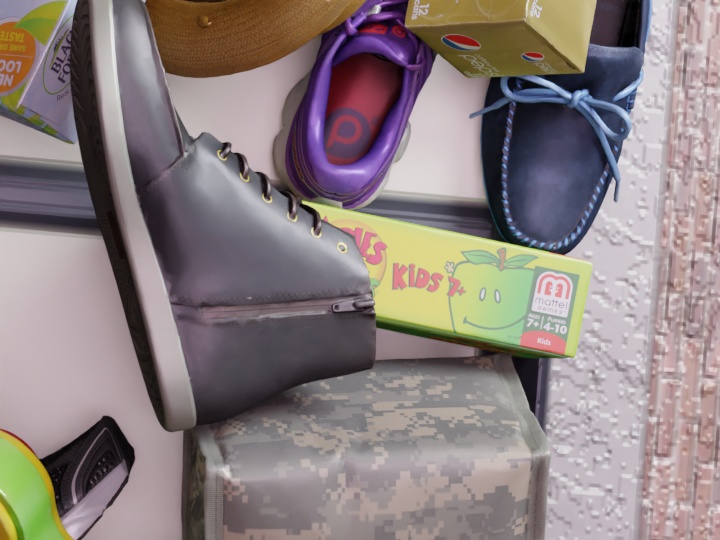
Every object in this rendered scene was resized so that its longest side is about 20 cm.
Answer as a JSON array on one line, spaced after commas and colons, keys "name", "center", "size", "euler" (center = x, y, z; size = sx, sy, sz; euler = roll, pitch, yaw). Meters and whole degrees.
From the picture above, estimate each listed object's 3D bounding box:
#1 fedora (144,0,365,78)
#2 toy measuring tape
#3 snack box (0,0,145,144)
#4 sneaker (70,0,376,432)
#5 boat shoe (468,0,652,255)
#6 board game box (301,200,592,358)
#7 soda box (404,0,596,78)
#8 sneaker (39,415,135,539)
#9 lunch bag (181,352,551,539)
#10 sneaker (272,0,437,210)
[{"name": "fedora", "center": [-0.045, -0.171, 1.363], "size": [0.200, 0.082, 0.201], "euler": [-13, 64, 28]}, {"name": "toy measuring tape", "center": [-0.139, 0.116, 1.282], "size": [0.200, 0.074, 0.074], "euler": [21, 85, 14]}, {"name": "snack box", "center": [-0.151, -0.175, 1.346], "size": [0.142, 0.053, 0.200], "euler": [22, 84, 36]}, {"name": "sneaker", "center": [-0.062, -0.037, 1.287], "size": [0.106, 0.075, 0.200], "euler": [-15, 99, -13]}, {"name": "boat shoe", "center": [0.100, -0.107, 1.412], "size": [0.084, 0.069, 0.200], "euler": [7, 87, -8]}, {"name": "board game box", "center": [0.000, 0.000, 1.377], "size": [0.200, 0.102, 0.048], "euler": [12, 87, -8]}, {"name": "soda box", "center": [0.081, -0.195, 1.381], "size": [0.068, 0.064, 0.200], "euler": [0, 71, 32]}, {"name": "sneaker", "center": [-0.199, 0.124, 1.354], "size": [0.200, 0.080, 0.086], "euler": [-36, 92, -9]}, {"name": "lunch bag", "center": [0.000, 0.149, 1.361], "size": [0.164, 0.118, 0.200], "euler": [-3, 117, -9]}, {"name": "sneaker", "center": [0.018, -0.123, 1.394], "size": [0.080, 0.083, 0.200], "euler": [15, 85, -8]}]
